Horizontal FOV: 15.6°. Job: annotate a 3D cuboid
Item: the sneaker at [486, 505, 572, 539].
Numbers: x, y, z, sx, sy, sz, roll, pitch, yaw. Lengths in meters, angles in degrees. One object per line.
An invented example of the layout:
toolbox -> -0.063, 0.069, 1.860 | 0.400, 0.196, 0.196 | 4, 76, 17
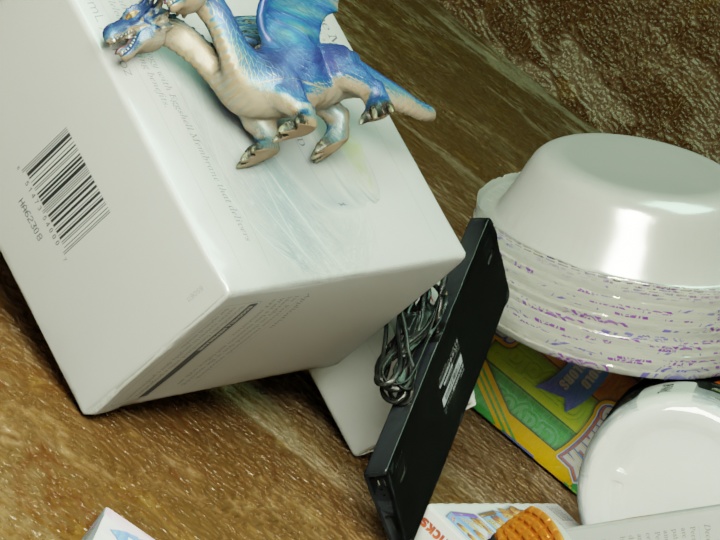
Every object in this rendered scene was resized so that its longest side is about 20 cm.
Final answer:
sneaker -> 0.118, 0.207, 1.349 | 0.092, 0.076, 0.200 | 37, 17, -37

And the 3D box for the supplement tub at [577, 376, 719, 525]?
supplement tub -> 0.202, 0.125, 1.633 | 0.122, 0.123, 0.200 | 38, 10, 5

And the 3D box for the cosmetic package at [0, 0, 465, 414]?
cosmetic package -> -0.083, -0.052, 1.355 | 0.199, 0.123, 0.200 | -9, 65, -53

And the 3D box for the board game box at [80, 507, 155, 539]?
board game box -> -0.041, 0.191, 1.002 | 0.199, 0.043, 0.199 | 35, 13, -5

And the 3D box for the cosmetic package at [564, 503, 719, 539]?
cosmetic package -> 0.210, 0.163, 1.448 | 0.101, 0.199, 0.072 | 9, 72, -67

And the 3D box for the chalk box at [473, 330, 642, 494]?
chalk box -> 0.176, 0.085, 1.807 | 0.200, 0.125, 0.124 | 39, 12, 15

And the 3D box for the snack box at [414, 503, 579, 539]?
snack box -> 0.097, 0.166, 1.520 | 0.072, 0.024, 0.200 | 44, 14, 22

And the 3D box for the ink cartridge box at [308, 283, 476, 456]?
ink cartridge box -> 0.000, 0.000, 1.581 | 0.146, 0.083, 0.200 | 62, 8, -18

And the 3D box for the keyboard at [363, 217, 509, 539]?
keyboard -> 0.032, 0.049, 1.449 | 0.039, 0.104, 0.201 | 6, 47, 20

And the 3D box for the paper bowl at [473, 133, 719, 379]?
paper bowl -> 0.169, -0.018, 1.657 | 0.199, 0.105, 0.201 | 8, 21, -3

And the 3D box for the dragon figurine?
dragon figurine -> -0.032, -0.109, 1.295 | 0.199, 0.059, 0.100 | -11, 75, -43
